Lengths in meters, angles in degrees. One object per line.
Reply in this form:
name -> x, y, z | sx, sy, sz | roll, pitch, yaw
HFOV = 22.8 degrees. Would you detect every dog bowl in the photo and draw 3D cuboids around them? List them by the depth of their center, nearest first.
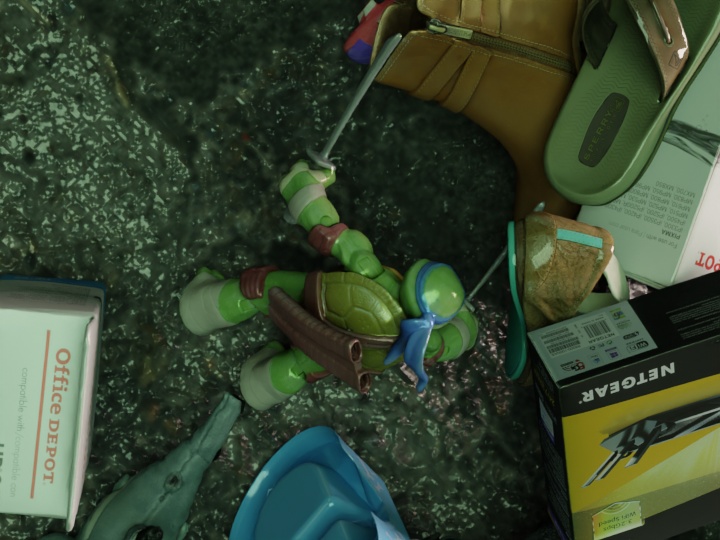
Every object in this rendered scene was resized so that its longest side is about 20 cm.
dog bowl -> -0.019, 0.175, 1.070 | 0.050, 0.200, 0.112 | 34, 102, -26

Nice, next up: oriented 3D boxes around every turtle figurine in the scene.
turtle figurine -> 0.000, 0.000, 1.075 | 0.144, 0.194, 0.200 | 24, 57, -42

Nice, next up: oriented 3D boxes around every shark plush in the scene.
shark plush -> -0.129, 0.168, 1.107 | 0.200, 0.083, 0.091 | -41, 98, -1

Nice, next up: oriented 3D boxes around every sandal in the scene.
sandal -> 0.158, -0.132, 1.015 | 0.080, 0.057, 0.201 | 24, 96, 34

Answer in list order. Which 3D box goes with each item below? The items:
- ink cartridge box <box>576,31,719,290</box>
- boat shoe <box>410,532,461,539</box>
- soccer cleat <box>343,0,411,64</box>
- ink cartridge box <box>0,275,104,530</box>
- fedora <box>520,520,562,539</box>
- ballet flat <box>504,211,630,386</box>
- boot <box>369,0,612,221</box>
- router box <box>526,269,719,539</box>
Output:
ink cartridge box -> 0.222, -0.080, 1.088 | 0.147, 0.083, 0.200 | 16, 95, -52
boat shoe -> 0.043, 0.193, 1.080 | 0.072, 0.200, 0.068 | 35, 76, -23
soccer cleat -> 0.082, -0.178, 1.107 | 0.200, 0.067, 0.077 | -36, 95, -6
ink cartridge box -> -0.188, 0.071, 1.025 | 0.068, 0.200, 0.116 | 5, 95, -7
fedora -> 0.138, 0.209, 1.123 | 0.200, 0.201, 0.092 | -29, 65, -3
ballet flat -> 0.122, 0.021, 1.053 | 0.072, 0.200, 0.068 | 0, 65, 4
boot -> 0.077, -0.106, 1.080 | 0.155, 0.074, 0.200 | 2, 108, -25
router box -> 0.203, 0.077, 1.040 | 0.200, 0.052, 0.157 | -18, 132, -7
